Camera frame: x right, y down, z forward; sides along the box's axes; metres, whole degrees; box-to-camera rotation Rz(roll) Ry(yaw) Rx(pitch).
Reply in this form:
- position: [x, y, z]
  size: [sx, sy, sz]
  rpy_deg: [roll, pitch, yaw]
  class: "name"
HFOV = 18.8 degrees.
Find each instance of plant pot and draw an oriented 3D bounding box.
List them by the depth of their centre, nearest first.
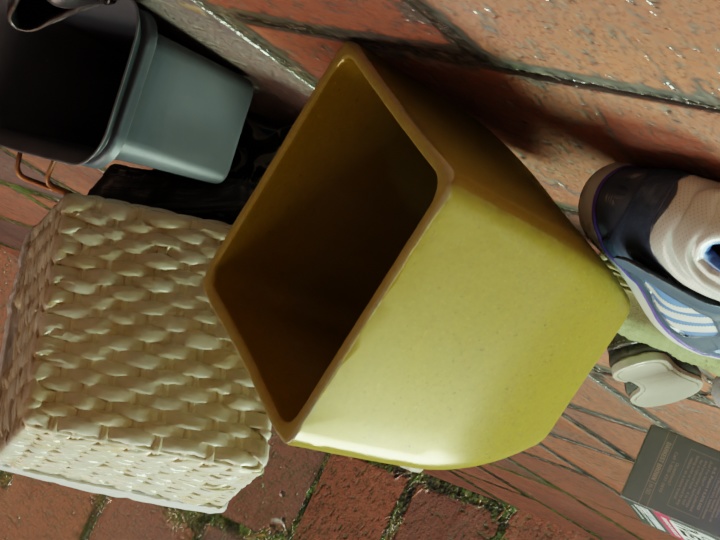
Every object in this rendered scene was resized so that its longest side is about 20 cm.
- position: [0.051, 0.010, 1.372]
  size: [0.199, 0.195, 0.196]
  rpy_deg: [22, -160, -30]
  class: "plant pot"

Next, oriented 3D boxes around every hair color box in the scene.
- position: [0.292, 0.182, 1.540]
  size: [0.199, 0.061, 0.099]
  rpy_deg: [21, 170, 22]
  class: "hair color box"

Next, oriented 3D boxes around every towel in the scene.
- position: [0.238, 0.032, 1.619]
  size: [0.148, 0.037, 0.200]
  rpy_deg: [24, 170, 7]
  class: "towel"

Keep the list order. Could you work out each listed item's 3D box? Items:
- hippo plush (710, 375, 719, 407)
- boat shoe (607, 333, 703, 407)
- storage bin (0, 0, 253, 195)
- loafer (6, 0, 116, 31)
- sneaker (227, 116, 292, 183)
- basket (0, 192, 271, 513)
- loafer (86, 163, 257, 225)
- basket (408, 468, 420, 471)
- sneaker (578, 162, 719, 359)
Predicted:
- position: [0.350, 0.177, 1.741]
  size: [0.199, 0.162, 0.159]
  rpy_deg: [22, 171, 23]
  class: "hippo plush"
- position: [0.243, 0.070, 1.813]
  size: [0.066, 0.057, 0.200]
  rpy_deg: [-15, 163, 13]
  class: "boat shoe"
- position: [-0.183, -0.120, 1.619]
  size: [0.134, 0.146, 0.199]
  rpy_deg: [19, 177, -40]
  class: "storage bin"
- position: [-0.185, -0.189, 1.410]
  size: [0.072, 0.063, 0.200]
  rpy_deg: [28, 171, -20]
  class: "loafer"
- position: [-0.061, -0.072, 1.723]
  size: [0.090, 0.079, 0.200]
  rpy_deg: [23, 176, -35]
  class: "sneaker"
- position: [-0.165, 0.060, 1.630]
  size: [0.199, 0.200, 0.161]
  rpy_deg: [13, 162, -13]
  class: "basket"
- position: [-0.144, -0.061, 1.690]
  size: [0.200, 0.071, 0.068]
  rpy_deg: [-1, 157, 46]
  class: "loafer"
- position: [-0.019, 0.042, 1.847]
  size: [0.197, 0.201, 0.161]
  rpy_deg: [19, 175, 35]
  class: "basket"
- position: [0.234, 0.010, 1.331]
  size: [0.200, 0.081, 0.146]
  rpy_deg: [39, 171, -33]
  class: "sneaker"
